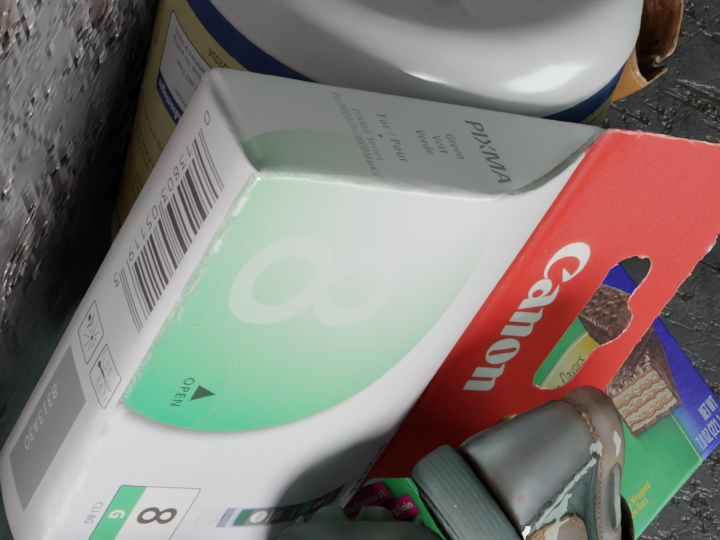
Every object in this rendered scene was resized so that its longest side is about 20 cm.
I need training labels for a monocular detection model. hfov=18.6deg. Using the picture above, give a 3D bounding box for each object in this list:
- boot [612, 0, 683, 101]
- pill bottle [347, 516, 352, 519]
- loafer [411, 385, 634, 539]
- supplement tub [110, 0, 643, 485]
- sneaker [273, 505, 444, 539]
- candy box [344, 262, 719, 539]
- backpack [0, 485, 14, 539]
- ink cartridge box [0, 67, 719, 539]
[{"bbox_3d":[0.073,-0.077,1.086,0.074,0.154,0.201,52,43,-37],"label":"boot"},{"bbox_3d":[-0.038,0.138,0.820,0.112,0.199,0.113,25,90,-83],"label":"pill bottle"},{"bbox_3d":[0.069,0.092,0.711,0.063,0.072,0.200,-37,157,-3],"label":"loafer"},{"bbox_3d":[-0.003,-0.038,0.711,0.145,0.144,0.201,-57,170,-46],"label":"supplement tub"},{"bbox_3d":[0.002,0.152,0.663,0.201,0.066,0.091,91,-1,-50],"label":"sneaker"},{"bbox_3d":[0.039,0.036,0.905,0.169,0.200,0.077,-39,-176,-42],"label":"candy box"},{"bbox_3d":[-0.097,0.148,0.644,0.200,0.166,0.127,-63,171,-71],"label":"backpack"},{"bbox_3d":[0.015,0.025,0.639,0.161,0.199,0.050,-58,-141,35],"label":"ink cartridge box"}]
